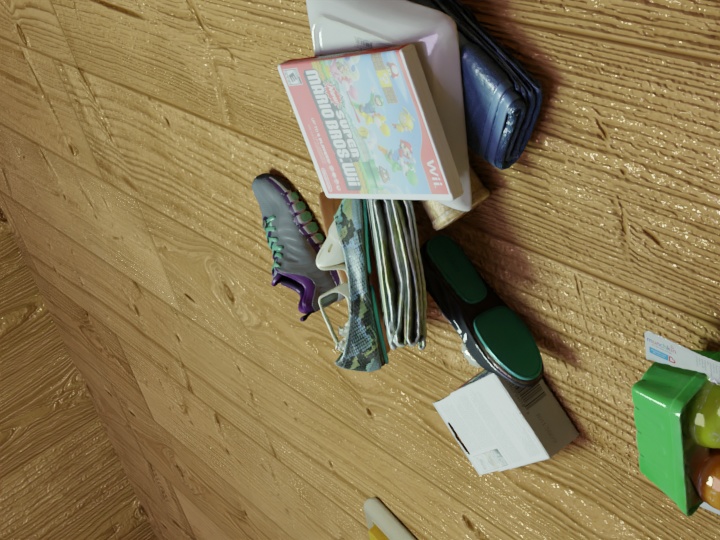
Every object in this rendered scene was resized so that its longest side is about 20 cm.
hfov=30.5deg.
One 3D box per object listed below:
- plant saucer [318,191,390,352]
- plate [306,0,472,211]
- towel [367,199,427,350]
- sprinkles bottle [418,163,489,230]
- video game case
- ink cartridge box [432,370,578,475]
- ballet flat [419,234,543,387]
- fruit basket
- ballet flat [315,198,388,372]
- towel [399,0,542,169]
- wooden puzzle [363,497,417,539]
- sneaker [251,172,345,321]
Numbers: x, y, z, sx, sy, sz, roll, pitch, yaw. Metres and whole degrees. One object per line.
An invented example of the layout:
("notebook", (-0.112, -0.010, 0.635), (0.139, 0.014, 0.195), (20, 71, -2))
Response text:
("plant saucer", (0.000, 0.000, 1.533), (0.200, 0.032, 0.203), (-19, -89, -84))
("plate", (0.018, -0.164, 1.233), (0.199, 0.032, 0.202), (29, 139, 40))
("towel", (0.039, -0.016, 1.389), (0.200, 0.047, 0.174), (-102, 5, -81))
("sprinkles bottle", (0.050, -0.141, 1.306), (0.201, 0.068, 0.068), (58, 157, 1))
("video game case", (0.006, -0.134, 1.229), (0.199, 0.017, 0.145), (5, 121, 53))
("ink cartridge box", (0.159, 0.166, 1.492), (0.110, 0.050, 0.200), (57, 158, 3))
("ballet flat", (0.123, 0.053, 1.396), (0.201, 0.072, 0.073), (55, 158, 24))
("fruit basket", (0.329, 0.149, 1.103), (0.198, 0.094, 0.187), (17, 136, 36))
("ballet flat", (-0.015, 0.010, 1.400), (0.074, 0.073, 0.203), (-4, 94, 65))
("towel", (0.084, -0.191, 1.199), (0.200, 0.048, 0.112), (48, 154, 21))
("wooden puzzle", (0.067, 0.475, 2.082), (0.185, 0.037, 0.201), (43, 152, 34))
("sneaker", (-0.098, -0.033, 1.717), (0.201, 0.087, 0.075), (53, 157, 11))
